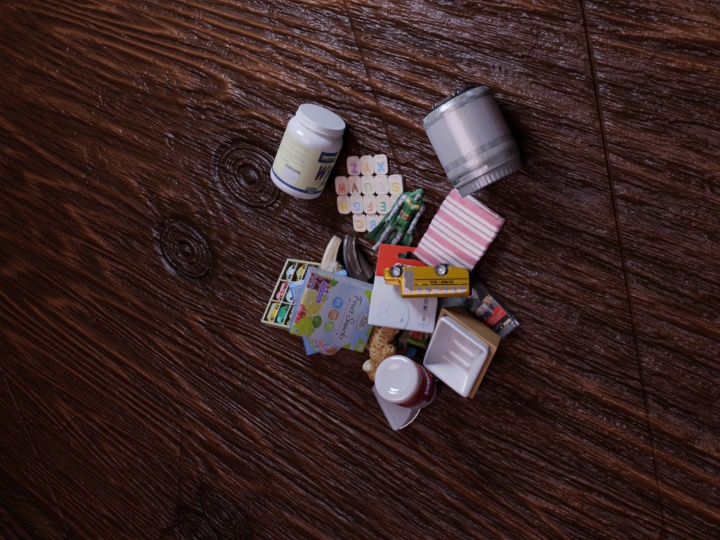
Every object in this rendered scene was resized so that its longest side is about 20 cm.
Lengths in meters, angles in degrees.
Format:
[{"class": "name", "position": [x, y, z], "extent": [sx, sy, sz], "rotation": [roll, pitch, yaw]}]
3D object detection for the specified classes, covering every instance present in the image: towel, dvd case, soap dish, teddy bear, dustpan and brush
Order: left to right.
[{"class": "teddy bear", "position": [0.048, 0.192, 1.597], "extent": [0.145, 0.066, 0.201], "rotation": [49, 128, 44]}, {"class": "dustpan and brush", "position": [0.134, 0.329, 1.674], "extent": [0.200, 0.057, 0.140], "rotation": [-41, 72, 42]}, {"class": "towel", "position": [0.230, -0.077, 1.469], "extent": [0.146, 0.030, 0.201], "rotation": [37, 115, 15]}, {"class": "soap dish", "position": [0.243, 0.193, 1.502], "extent": [0.157, 0.081, 0.201], "rotation": [36, 138, 23]}, {"class": "dvd case", "position": [0.270, 0.096, 1.519], "extent": [0.200, 0.022, 0.146], "rotation": [47, 125, 10]}]

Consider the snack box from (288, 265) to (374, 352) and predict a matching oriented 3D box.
[{"class": "snack box", "position": [-0.060, 0.098, 1.574], "extent": [0.199, 0.068, 0.169], "rotation": [16, 105, -16]}]

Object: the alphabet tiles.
[{"class": "alphabet tiles", "position": [0.023, -0.193, 1.586], "extent": [0.199, 0.015, 0.197], "rotation": [4, 108, 31]}]

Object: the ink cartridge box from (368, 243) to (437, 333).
[{"class": "ink cartridge box", "position": [0.110, 0.042, 1.514], "extent": [0.159, 0.047, 0.201], "rotation": [7, 90, 4]}]

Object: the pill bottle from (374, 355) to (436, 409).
[{"class": "pill bottle", "position": [0.120, 0.281, 1.542], "extent": [0.112, 0.200, 0.114], "rotation": [-8, 70, 22]}]

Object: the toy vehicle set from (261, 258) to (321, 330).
[{"class": "toy vehicle set", "position": [-0.183, 0.067, 1.718], "extent": [0.124, 0.027, 0.201], "rotation": [7, 65, 30]}]

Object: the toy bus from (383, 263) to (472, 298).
[{"class": "toy bus", "position": [0.156, 0.024, 1.455], "extent": [0.199, 0.065, 0.079], "rotation": [-2, 90, 15]}]

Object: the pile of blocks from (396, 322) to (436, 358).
[{"class": "pile of blocks", "position": [0.123, 0.198, 1.610], "extent": [0.082, 0.062, 0.200], "rotation": [38, 132, 1]}]

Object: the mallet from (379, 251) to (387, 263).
[{"class": "mallet", "position": [0.072, 0.044, 1.597], "extent": [0.066, 0.041, 0.201], "rotation": [-6, 114, 38]}]

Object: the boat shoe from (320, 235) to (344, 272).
[{"class": "boat shoe", "position": [-0.074, 0.009, 1.669], "extent": [0.069, 0.074, 0.201], "rotation": [16, 93, 6]}]

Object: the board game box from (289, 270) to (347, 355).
[{"class": "board game box", "position": [-0.090, 0.111, 1.631], "extent": [0.150, 0.037, 0.201], "rotation": [-13, 111, -3]}]

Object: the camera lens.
[{"class": "camera lens", "position": [0.237, -0.276, 1.327], "extent": [0.160, 0.160, 0.201], "rotation": [-25, 91, 36]}]

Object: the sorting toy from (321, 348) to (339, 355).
[{"class": "sorting toy", "position": [-0.091, 0.110, 1.729], "extent": [0.180, 0.107, 0.200], "rotation": [-42, 81, 16]}]

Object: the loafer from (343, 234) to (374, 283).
[{"class": "loafer", "position": [0.000, 0.000, 1.643], "extent": [0.071, 0.073, 0.201], "rotation": [-12, 101, 2]}]

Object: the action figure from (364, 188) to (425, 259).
[{"class": "action figure", "position": [0.100, -0.120, 1.528], "extent": [0.118, 0.055, 0.200], "rotation": [28, 123, -4]}]

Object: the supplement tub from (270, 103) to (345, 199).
[{"class": "supplement tub", "position": [-0.131, -0.298, 1.569], "extent": [0.145, 0.145, 0.201], "rotation": [38, 123, 17]}]
